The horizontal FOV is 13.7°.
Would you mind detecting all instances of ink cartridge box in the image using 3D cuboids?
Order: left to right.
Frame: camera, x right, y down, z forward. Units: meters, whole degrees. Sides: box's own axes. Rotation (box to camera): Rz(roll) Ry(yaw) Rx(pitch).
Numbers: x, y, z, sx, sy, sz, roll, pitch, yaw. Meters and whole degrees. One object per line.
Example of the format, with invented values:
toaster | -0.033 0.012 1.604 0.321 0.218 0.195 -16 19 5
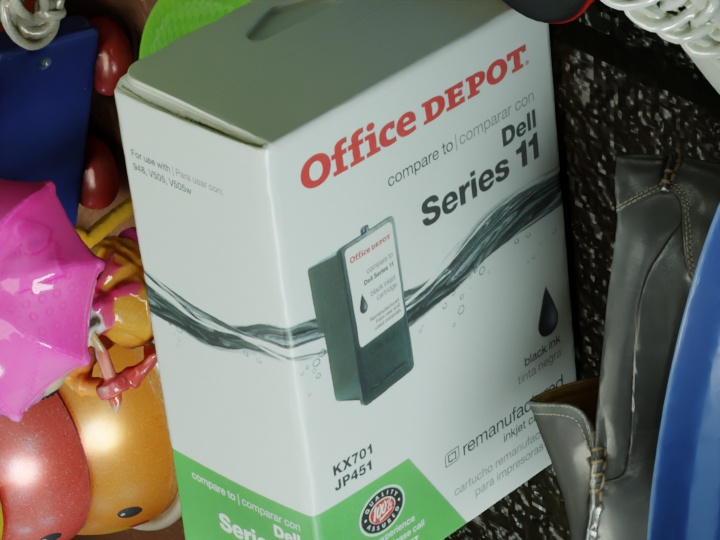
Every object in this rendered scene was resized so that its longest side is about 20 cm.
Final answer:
ink cartridge box | 0.000 0.000 1.094 0.083 0.146 0.201 23 133 40

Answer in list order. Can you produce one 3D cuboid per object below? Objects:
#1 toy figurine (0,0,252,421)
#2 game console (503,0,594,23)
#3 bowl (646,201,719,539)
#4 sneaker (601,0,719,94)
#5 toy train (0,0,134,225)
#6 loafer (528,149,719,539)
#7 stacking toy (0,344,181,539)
toy figurine | -0.110 0.002 1.207 0.150 0.184 0.200 45 144 23
game console | 0.032 -0.197 1.009 0.177 0.031 0.200 38 140 30
bowl | 0.127 0.053 0.871 0.201 0.039 0.201 -171 90 -83
sneaker | 0.100 -0.098 0.929 0.073 0.071 0.200 -27 106 46
toy train | -0.157 -0.113 1.289 0.116 0.084 0.200 54 149 34
loafer | 0.091 0.056 1.010 0.072 0.073 0.201 20 97 6
stacking toy | -0.184 0.089 1.355 0.146 0.200 0.146 33 138 36
